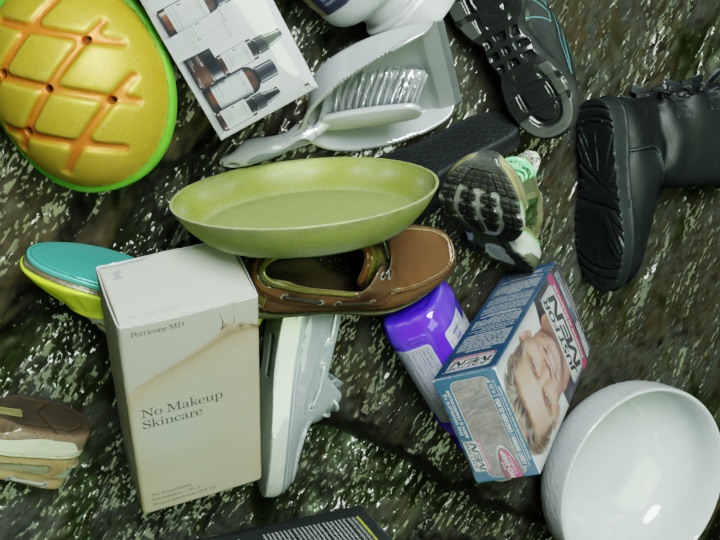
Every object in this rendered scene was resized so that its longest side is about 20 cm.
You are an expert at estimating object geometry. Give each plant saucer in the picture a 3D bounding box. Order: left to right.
[{"bbox_3d":[-0.040,-0.047,0.697,0.199,0.200,0.031,-12,111,-20],"label":"plant saucer"}]

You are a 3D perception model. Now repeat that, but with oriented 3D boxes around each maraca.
[{"bbox_3d":[-0.205,-0.153,0.655,0.136,0.107,0.201,-19,103,9],"label":"maraca"}]

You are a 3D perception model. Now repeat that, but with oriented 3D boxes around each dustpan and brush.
[{"bbox_3d":[-0.020,-0.124,0.752,0.198,0.140,0.058,-9,70,10],"label":"dustpan and brush"}]

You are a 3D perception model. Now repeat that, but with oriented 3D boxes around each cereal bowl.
[{"bbox_3d":[0.261,0.202,0.938,0.199,0.083,0.202,-5,104,-21],"label":"cereal bowl"}]

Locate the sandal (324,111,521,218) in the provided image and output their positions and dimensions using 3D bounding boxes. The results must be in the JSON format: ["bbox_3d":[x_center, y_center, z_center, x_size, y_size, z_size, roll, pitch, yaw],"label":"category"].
[{"bbox_3d":[0.054,-0.074,0.802,0.199,0.075,0.048,-25,128,-16],"label":"sandal"}]

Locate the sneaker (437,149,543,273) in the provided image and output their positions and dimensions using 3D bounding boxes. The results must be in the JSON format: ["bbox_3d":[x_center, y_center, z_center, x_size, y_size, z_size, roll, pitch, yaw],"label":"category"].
[{"bbox_3d":[0.121,-0.070,0.792,0.076,0.200,0.089,17,78,19],"label":"sneaker"}]

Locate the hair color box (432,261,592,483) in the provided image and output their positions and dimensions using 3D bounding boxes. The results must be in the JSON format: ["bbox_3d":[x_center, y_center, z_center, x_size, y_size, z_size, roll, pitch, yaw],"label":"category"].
[{"bbox_3d":[0.137,0.081,0.806,0.101,0.060,0.200,65,33,-14],"label":"hair color box"}]

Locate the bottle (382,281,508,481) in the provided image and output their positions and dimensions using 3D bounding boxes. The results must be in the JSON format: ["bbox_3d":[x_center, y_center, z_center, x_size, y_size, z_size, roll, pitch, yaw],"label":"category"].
[{"bbox_3d":[0.091,0.103,0.847,0.065,0.084,0.201,-23,114,20],"label":"bottle"}]

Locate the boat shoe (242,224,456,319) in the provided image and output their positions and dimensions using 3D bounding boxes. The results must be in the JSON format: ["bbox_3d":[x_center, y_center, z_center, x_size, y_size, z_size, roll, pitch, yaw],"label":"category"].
[{"bbox_3d":[0.000,0.000,0.746,0.199,0.068,0.072,-14,81,-27],"label":"boat shoe"}]

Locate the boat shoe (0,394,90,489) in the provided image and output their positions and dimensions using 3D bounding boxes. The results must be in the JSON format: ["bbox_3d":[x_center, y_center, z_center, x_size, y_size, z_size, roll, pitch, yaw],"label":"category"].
[{"bbox_3d":[-0.309,0.128,0.698,0.199,0.072,0.077,20,105,-25],"label":"boat shoe"}]

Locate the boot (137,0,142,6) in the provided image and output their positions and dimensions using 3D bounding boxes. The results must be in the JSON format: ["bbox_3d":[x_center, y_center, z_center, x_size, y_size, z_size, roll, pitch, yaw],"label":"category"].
[{"bbox_3d":[-0.160,-0.218,0.694,0.075,0.074,0.201,-29,112,11],"label":"boot"}]

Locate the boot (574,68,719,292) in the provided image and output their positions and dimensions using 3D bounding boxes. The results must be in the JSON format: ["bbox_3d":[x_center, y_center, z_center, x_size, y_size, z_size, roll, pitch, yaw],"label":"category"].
[{"bbox_3d":[0.289,-0.087,0.898,0.161,0.073,0.200,-11,105,-24],"label":"boot"}]

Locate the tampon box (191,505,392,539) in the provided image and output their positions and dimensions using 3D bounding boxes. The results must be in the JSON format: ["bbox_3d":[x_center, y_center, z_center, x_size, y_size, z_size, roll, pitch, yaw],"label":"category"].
[{"bbox_3d":[-0.064,0.311,0.803,0.199,0.126,0.151,-5,104,-22],"label":"tampon box"}]

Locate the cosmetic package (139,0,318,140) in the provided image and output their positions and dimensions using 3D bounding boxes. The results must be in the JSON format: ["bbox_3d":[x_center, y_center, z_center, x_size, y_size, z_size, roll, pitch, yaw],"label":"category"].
[{"bbox_3d":[-0.110,-0.198,0.637,0.082,0.051,0.201,-29,115,1],"label":"cosmetic package"}]

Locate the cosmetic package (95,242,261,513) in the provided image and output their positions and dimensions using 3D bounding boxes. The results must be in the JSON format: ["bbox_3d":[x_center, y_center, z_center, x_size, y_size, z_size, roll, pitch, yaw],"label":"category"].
[{"bbox_3d":[-0.133,0.084,0.713,0.103,0.073,0.201,-14,133,-19],"label":"cosmetic package"}]

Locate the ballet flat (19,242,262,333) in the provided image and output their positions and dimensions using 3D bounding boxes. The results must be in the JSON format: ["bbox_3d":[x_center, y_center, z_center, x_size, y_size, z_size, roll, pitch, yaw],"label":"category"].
[{"bbox_3d":[-0.166,0.025,0.738,0.199,0.067,0.067,5,120,-25],"label":"ballet flat"}]

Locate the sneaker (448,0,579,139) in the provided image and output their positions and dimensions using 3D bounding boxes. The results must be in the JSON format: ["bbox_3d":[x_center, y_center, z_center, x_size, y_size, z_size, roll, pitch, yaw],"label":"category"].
[{"bbox_3d":[0.132,-0.210,0.812,0.079,0.075,0.201,-35,102,-58],"label":"sneaker"}]

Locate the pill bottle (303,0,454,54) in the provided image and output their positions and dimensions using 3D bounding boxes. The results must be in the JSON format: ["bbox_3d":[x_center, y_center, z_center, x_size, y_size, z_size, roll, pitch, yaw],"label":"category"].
[{"bbox_3d":[-0.021,-0.258,0.707,0.200,0.111,0.111,36,86,-25],"label":"pill bottle"}]

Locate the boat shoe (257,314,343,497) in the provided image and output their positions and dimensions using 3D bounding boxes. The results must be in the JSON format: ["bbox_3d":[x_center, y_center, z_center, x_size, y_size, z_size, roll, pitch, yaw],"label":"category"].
[{"bbox_3d":[-0.047,0.095,0.795,0.071,0.070,0.202,6,97,-20],"label":"boat shoe"}]
